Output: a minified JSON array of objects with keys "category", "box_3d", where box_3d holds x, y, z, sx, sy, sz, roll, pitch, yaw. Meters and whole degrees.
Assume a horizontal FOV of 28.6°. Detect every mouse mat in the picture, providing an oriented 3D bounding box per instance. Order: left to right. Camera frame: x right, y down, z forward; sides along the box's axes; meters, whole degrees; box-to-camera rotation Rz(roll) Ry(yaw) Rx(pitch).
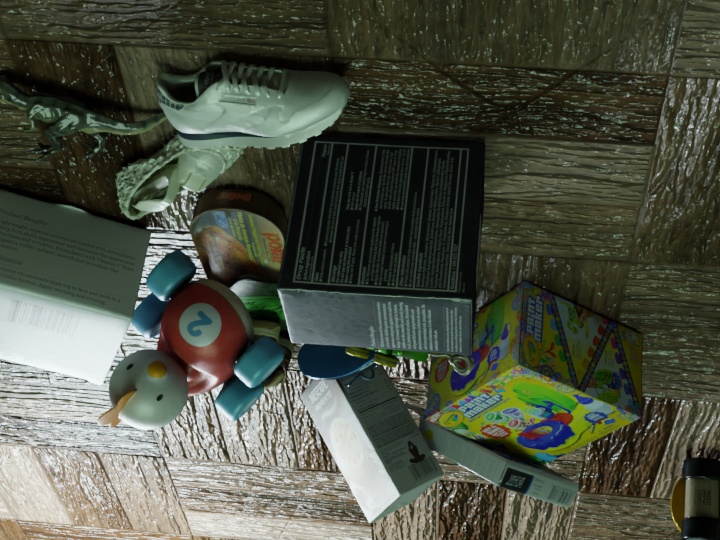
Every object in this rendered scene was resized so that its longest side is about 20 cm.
[{"category":"mouse mat","box_3d":[-0.086,0.048,1.769,0.199,0.008,0.161,9,156,-24]}]

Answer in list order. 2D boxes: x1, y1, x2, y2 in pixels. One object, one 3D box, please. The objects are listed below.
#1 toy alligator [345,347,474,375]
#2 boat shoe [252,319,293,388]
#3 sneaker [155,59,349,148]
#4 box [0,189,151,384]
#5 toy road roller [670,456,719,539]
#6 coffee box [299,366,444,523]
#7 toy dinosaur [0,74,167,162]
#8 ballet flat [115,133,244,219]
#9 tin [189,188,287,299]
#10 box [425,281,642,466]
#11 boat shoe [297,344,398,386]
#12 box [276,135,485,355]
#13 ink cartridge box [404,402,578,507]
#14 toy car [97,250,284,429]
[{"category":"toy alligator","box_3d":[0.040,0.088,1.722,0.199,0.060,0.054,16,-179,24]},{"category":"boat shoe","box_3d":[-0.127,0.119,1.844,0.072,0.072,0.200,2,164,0]},{"category":"sneaker","box_3d":[-0.109,-0.173,1.414,0.199,0.077,0.081,-7,136,19]},{"category":"box","box_3d":[-0.379,0.023,1.719,0.198,0.131,0.200,16,148,-13]},{"category":"toy road roller","box_3d":[0.554,0.345,2.062,0.199,0.124,0.146,1,162,14]},{"category":"coffee box","box_3d":[0.013,0.217,1.881,0.079,0.201,0.114,-20,161,-32]},{"category":"toy dinosaur","box_3d":[-0.306,-0.155,1.506,0.199,0.048,0.088,10,142,-11]},{"category":"ballet flat","box_3d":[-0.195,-0.105,1.542,0.200,0.072,0.072,-25,136,39]},{"category":"tin","box_3d":[-0.136,-0.030,1.675,0.111,0.042,0.200,6,149,9]},{"category":"box","box_3d":[0.218,0.135,1.786,0.192,0.123,0.200,23,145,-23]},{"category":"boat shoe","box_3d":[0.017,0.101,1.801,0.199,0.085,0.069,-15,161,24]},{"category":"box","box_3d":[0.027,-0.029,1.490,0.197,0.201,0.123,4,149,6]},{"category":"ink cartridge box","box_3d":[0.167,0.249,1.914,0.200,0.047,0.197,23,180,40]},{"category":"toy car","box_3d":[-0.230,0.118,1.678,0.184,0.200,0.177,43,143,8]}]
